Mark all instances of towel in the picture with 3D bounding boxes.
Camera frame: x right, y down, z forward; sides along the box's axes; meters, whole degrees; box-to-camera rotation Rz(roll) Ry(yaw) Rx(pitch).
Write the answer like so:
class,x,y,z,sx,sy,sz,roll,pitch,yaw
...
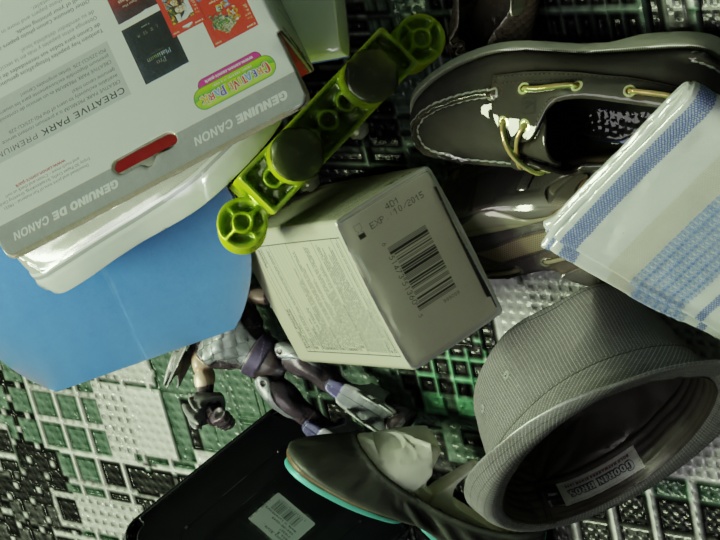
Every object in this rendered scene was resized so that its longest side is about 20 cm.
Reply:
class,x,y,z,sx,sy,sz,roll,pitch,yaw
towel,0.216,-0.015,1.019,0.199,0.024,0.147,27,135,-13

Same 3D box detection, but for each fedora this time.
class,x,y,z,sx,sy,sz,roll,pitch,yaw
fedora,0.136,0.073,1.123,0.091,0.176,0.200,67,151,29

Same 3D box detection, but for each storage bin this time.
class,x,y,z,sx,sy,sz,roll,pitch,yaw
storage bin,-0.071,0.204,1.318,0.135,0.200,0.094,38,135,15

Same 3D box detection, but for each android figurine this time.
class,x,y,z,sx,sy,sz,roll,pitch,yaw
android figurine,-0.023,-0.083,1.127,0.041,0.182,0.200,43,174,-3

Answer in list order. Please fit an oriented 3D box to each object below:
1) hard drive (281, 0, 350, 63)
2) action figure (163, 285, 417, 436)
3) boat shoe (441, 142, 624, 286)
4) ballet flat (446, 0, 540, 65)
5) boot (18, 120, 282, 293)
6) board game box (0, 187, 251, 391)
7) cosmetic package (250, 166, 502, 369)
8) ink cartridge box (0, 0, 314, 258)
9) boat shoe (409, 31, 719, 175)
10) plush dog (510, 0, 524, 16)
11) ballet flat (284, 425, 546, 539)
class,x,y,z,sx,sy,sz,roll,pitch,yaw
hard drive,-0.109,-0.180,1.150,0.199,0.025,0.133,-8,82,17
action figure,-0.058,0.068,1.309,0.200,0.069,0.130,33,108,7
boat shoe,0.135,-0.034,1.107,0.199,0.075,0.073,-3,131,42
ballet flat,0.079,-0.189,1.065,0.067,0.046,0.201,27,130,24
boot,-0.149,-0.072,1.149,0.200,0.074,0.096,-35,114,14
board game box,-0.171,-0.015,1.237,0.199,0.039,0.159,-20,111,8
cosmetic package,0.000,0.000,1.172,0.106,0.071,0.200,63,161,-11
ink cartridge box,-0.139,-0.116,1.081,0.199,0.084,0.176,-26,75,6
boat shoe,0.113,-0.088,1.053,0.200,0.061,0.072,-7,132,27
plush dog,0.148,-0.204,0.936,0.171,0.201,0.160,11,159,42
ballet flat,0.044,0.144,1.246,0.200,0.068,0.069,31,104,-25
